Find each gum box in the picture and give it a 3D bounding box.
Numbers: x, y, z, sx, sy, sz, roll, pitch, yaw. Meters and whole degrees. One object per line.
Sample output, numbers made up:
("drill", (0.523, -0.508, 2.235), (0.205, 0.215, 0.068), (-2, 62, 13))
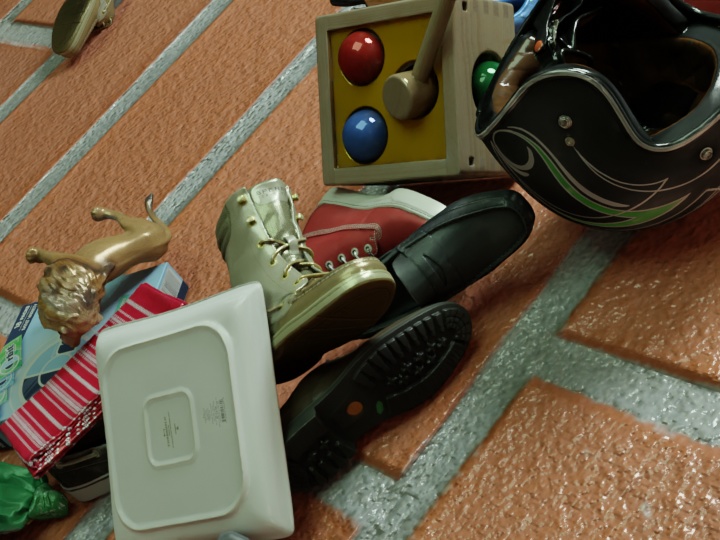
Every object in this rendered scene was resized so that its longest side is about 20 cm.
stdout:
("gum box", (-0.284, 0.087, 1.288), (0.200, 0.045, 0.170), (-15, 41, 28))

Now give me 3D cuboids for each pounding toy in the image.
("pounding toy", (0.055, -0.173, 1.138), (0.200, 0.142, 0.185), (-1, 93, 39))

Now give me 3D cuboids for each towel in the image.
("towel", (-0.244, 0.093, 1.173), (0.200, 0.022, 0.145), (-46, 25, -12))

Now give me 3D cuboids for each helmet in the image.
("helmet", (0.206, -0.124, 0.991), (0.200, 0.190, 0.200), (-60, 9, 15))

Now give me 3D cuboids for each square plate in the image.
("square plate", (-0.145, 0.126, 1.033), (0.198, 0.028, 0.201), (-17, 76, 37))

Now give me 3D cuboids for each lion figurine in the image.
("lion figurine", (-0.250, -0.011, 1.274), (0.122, 0.073, 0.200), (17, 50, 44))

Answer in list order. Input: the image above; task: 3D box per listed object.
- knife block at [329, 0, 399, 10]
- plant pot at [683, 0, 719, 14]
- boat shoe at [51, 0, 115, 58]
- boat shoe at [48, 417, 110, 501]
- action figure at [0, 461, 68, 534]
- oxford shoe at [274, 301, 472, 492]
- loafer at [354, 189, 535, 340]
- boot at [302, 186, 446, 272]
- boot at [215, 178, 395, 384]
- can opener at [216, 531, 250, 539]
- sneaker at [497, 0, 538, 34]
("knife block", (0.050, -0.292, 1.417), (0.175, 0.064, 0.200), (-28, 37, 14))
("plant pot", (0.344, -0.308, 1.100), (0.177, 0.200, 0.201), (-21, 37, 37))
("boat shoe", (-0.397, -0.394, 1.906), (0.074, 0.066, 0.200), (-1, 62, 38))
("boat shoe", (-0.194, 0.136, 1.142), (0.200, 0.064, 0.071), (-32, 35, 6))
("action figure", (-0.355, 0.217, 1.196), (0.200, 0.055, 0.118), (-4, 45, 28))
("oxford shoe", (0.000, 0.085, 1.032), (0.200, 0.073, 0.084), (-36, 28, -3))
("loafer", (0.054, 0.002, 1.040), (0.200, 0.068, 0.070), (-31, 16, 25))
("boot", (0.000, 0.000, 1.131), (0.200, 0.072, 0.144), (6, 55, 52))
("boot", (-0.054, -0.008, 1.032), (0.200, 0.072, 0.155), (-39, 58, 49))
("can opener", (-0.120, 0.289, 0.932), (0.066, 0.053, 0.200), (18, 57, 9))
("sneaker", (0.105, -0.202, 1.234), (0.200, 0.105, 0.076), (-33, 35, 5))
